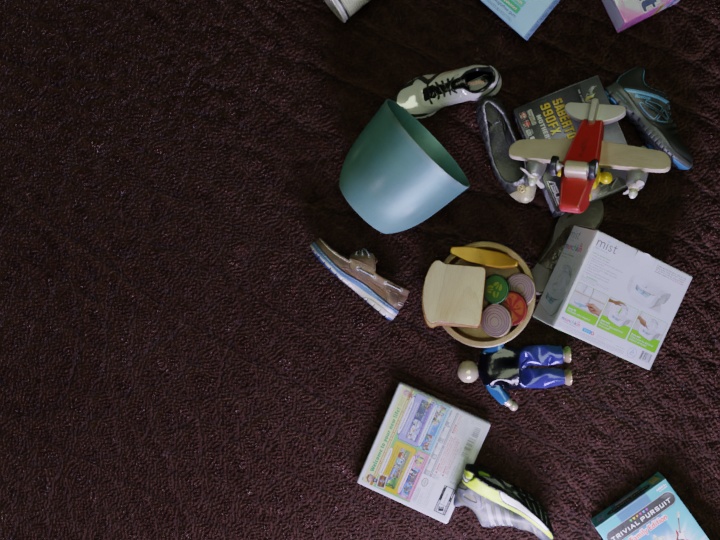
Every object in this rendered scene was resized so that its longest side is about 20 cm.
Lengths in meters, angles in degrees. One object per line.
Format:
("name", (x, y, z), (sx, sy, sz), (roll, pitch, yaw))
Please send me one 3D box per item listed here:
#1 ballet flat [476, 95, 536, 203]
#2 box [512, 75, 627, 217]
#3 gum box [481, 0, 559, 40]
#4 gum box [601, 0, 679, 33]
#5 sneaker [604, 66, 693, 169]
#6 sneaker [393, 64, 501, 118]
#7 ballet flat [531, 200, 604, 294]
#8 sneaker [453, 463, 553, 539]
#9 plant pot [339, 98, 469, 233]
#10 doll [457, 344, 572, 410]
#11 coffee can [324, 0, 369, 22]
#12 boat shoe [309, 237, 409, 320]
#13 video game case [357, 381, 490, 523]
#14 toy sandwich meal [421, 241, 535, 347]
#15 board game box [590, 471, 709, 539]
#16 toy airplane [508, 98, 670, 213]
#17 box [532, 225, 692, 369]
("ballet flat", (0.250, -0.208, 1.421), (0.066, 0.057, 0.201), (-24, 96, 18))
("box", (0.373, -0.214, 1.409), (0.157, 0.048, 0.202), (-21, 82, 5))
("gum box", (0.287, -0.531, 1.387), (0.170, 0.045, 0.200), (44, 110, 9))
("gum box", (0.457, -0.531, 1.396), (0.113, 0.066, 0.201), (-26, 89, 6))
("sneaker", (0.512, -0.261, 1.397), (0.082, 0.073, 0.200), (-41, 89, 4))
("sneaker", (0.150, -0.321, 1.422), (0.198, 0.080, 0.074), (-16, 92, 6))
("ballet flat", (0.363, -0.043, 1.434), (0.067, 0.046, 0.201), (31, 88, 25))
("sneaker", (0.253, 0.425, 1.443), (0.199, 0.074, 0.081), (33, 106, 1))
("plant pot", (0.060, -0.162, 1.382), (0.161, 0.201, 0.201), (-43, 88, 18))
("doll", (0.272, 0.179, 1.441), (0.198, 0.048, 0.138), (-2, 90, 4))
("coffee can", (0.005, -0.549, 1.392), (0.199, 0.146, 0.147), (-38, 88, 5))
("boat shoe", (0.000, 0.000, 1.452), (0.200, 0.072, 0.073), (40, 89, -7))
("video game case", (0.114, 0.330, 1.471), (0.181, 0.022, 0.202), (24, 94, 3))
("toy sandwich meal", (0.203, 0.039, 1.413), (0.203, 0.070, 0.207), (-1, 86, 19))
("board game box", (0.528, 0.485, 1.430), (0.151, 0.047, 0.201), (-37, 89, 4))
("toy airplane", (0.369, -0.180, 1.327), (0.198, 0.142, 0.201), (-26, 46, -6))
("box", (0.426, 0.044, 1.376), (0.199, 0.097, 0.178), (22, 93, -13))
